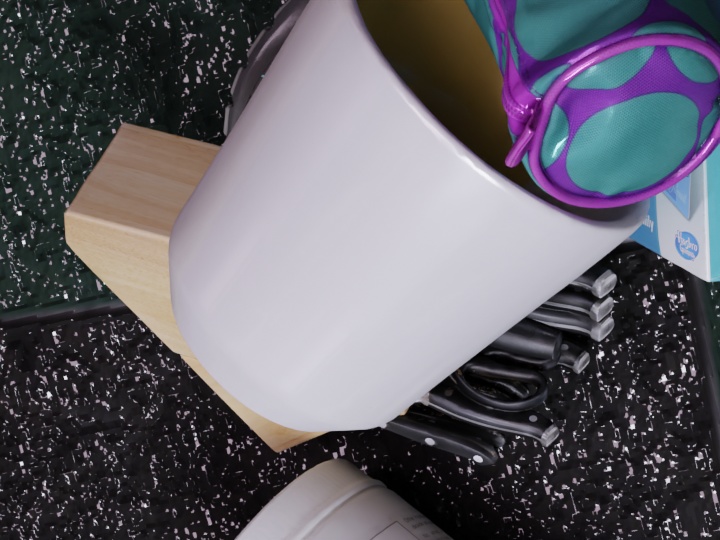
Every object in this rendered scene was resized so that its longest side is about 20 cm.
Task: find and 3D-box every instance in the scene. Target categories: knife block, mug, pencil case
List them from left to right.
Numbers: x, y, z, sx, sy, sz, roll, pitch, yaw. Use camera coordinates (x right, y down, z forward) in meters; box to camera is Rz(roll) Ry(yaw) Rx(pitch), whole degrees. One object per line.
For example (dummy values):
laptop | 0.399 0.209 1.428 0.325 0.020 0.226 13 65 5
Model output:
knife block | 0.000 0.000 1.232 0.175 0.064 0.200 -27 114 41
mug | 0.012 -0.024 1.132 0.149 0.186 0.153 45 115 7
pencil case | 0.063 -0.119 1.075 0.201 0.092 0.085 66 147 37

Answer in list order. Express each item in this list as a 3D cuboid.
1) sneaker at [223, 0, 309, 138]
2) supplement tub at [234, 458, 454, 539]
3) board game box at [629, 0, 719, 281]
sneaker | 0.013 -0.102 1.242 0.079 0.075 0.200 40 115 13
supplement tub | 0.029 0.189 1.252 0.200 0.132 0.132 37 113 18
board game box | 0.119 -0.111 1.137 0.151 0.047 0.201 -145 48 -68
